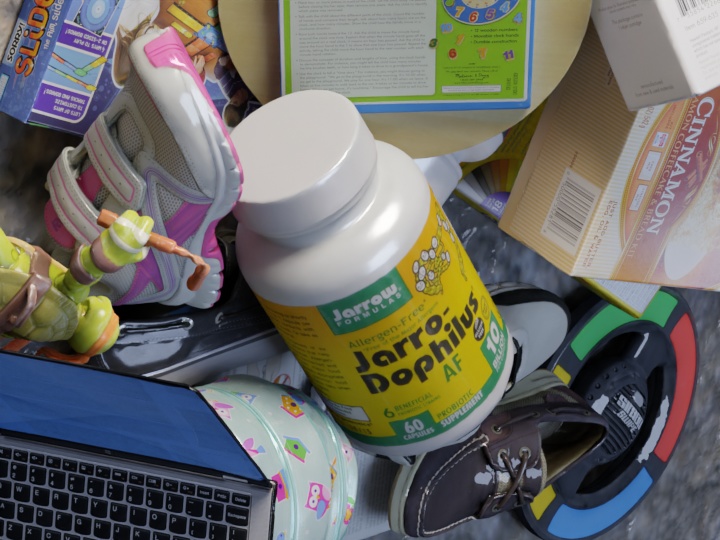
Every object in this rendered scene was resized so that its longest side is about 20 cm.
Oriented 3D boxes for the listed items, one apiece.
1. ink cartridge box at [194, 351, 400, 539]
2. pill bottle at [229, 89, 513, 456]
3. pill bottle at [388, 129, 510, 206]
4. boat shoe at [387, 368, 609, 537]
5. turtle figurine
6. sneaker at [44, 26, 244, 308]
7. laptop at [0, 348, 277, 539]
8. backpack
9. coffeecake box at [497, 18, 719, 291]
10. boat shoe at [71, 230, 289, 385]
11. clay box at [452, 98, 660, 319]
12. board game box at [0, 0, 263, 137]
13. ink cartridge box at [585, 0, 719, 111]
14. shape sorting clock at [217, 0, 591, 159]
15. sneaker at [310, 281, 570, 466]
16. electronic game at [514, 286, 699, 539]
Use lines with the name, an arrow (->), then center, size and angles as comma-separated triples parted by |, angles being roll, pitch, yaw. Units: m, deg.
ink cartridge box -> -0.038, 0.097, 1.590 | 0.200, 0.047, 0.160 | -14, 120, -39
pill bottle -> 0.000, 0.000, 1.420 | 0.113, 0.113, 0.200 | -48, 133, -21
pill bottle -> 0.054, -0.136, 1.511 | 0.200, 0.114, 0.114 | -58, 141, -10
boat shoe -> 0.091, 0.120, 1.662 | 0.200, 0.065, 0.072 | -25, 130, -51
turtle figurine -> -0.182, 0.005, 1.300 | 0.161, 0.200, 0.064 | 34, 58, -26
sneaker -> -0.116, -0.041, 1.340 | 0.088, 0.081, 0.200 | -15, 144, -19
laptop -> -0.151, 0.129, 1.328 | 0.116, 0.187, 0.200 | -21, 118, -66
backpack -> -0.090, 0.153, 1.445 | 0.127, 0.167, 0.200 | -12, 128, -54
coffeecake box -> 0.199, -0.072, 1.560 | 0.200, 0.073, 0.154 | 5, 112, -42
boat shoe -> -0.082, 0.013, 1.475 | 0.200, 0.070, 0.066 | -22, 126, -32
clay box -> 0.127, -0.070, 1.631 | 0.200, 0.048, 0.115 | 35, 89, -25
board game box -> -0.097, -0.127, 1.402 | 0.200, 0.034, 0.136 | 15, 98, -51
ink cartridge box -> 0.167, -0.201, 1.402 | 0.116, 0.067, 0.200 | -26, 98, -27
shape sorting clock -> 0.024, -0.148, 1.390 | 0.200, 0.039, 0.200 | -1, 127, -2
sneaker -> 0.063, 0.069, 1.585 | 0.200, 0.080, 0.074 | -27, 126, -36
electronic game -> 0.172, 0.099, 1.830 | 0.200, 0.042, 0.200 | -25, 126, -39
